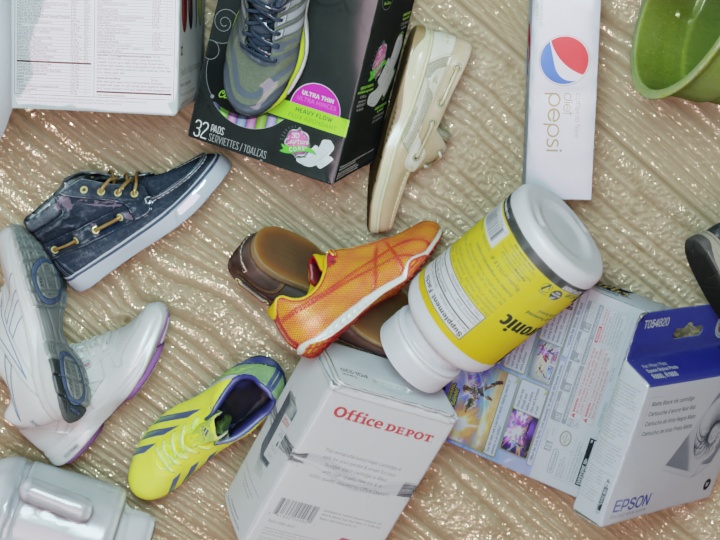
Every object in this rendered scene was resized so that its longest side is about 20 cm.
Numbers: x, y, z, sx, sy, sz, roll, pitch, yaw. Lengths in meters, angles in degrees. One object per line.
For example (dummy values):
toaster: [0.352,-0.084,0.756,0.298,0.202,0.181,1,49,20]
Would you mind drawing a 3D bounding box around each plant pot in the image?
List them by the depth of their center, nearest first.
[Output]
plant pot: [0.370,-0.207,1.589,0.189,0.200,0.201,22,107,-16]

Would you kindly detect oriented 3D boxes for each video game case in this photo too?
video game case: [0.180,0.097,1.721,0.181,0.045,0.201,22,108,17]

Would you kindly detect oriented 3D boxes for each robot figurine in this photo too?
robot figurine: [-0.305,0.251,1.778,0.199,0.113,0.170,17,146,-6]

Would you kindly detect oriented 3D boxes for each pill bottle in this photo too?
pill bottle: [0.114,0.022,1.650,0.111,0.111,0.200,44,116,-11]

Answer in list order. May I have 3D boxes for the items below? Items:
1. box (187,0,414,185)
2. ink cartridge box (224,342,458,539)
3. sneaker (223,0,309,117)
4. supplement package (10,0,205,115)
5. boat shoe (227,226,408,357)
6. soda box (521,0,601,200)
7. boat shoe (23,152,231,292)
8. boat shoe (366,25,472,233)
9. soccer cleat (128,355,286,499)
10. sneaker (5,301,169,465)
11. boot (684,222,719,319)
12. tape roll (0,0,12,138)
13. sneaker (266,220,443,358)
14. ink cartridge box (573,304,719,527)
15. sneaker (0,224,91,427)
box: [-0.048,-0.200,1.613,0.148,0.124,0.201,19,107,13]
ink cartridge box: [-0.021,0.179,1.734,0.145,0.085,0.201,18,115,-28]
sneaker: [-0.077,-0.223,1.507,0.074,0.081,0.201,21,108,14]
supplement package: [-0.214,-0.246,1.576,0.146,0.191,0.201,2,101,1]
boat shoe: [-0.033,0.025,1.730,0.200,0.071,0.070,33,142,-16]
soda box: [0.183,-0.168,1.656,0.063,0.068,0.201,1,107,2]
boat shoe: [-0.221,-0.068,1.702,0.200,0.071,0.091,-35,107,14]
boat shoe: [0.052,-0.124,1.676,0.065,0.072,0.201,13,108,-8]
soccer cleat: [-0.155,0.157,1.763,0.200,0.084,0.065,-40,101,13]
sneaker: [-0.265,0.098,1.754,0.100,0.075,0.200,39,105,-10]
boot: [0.402,0.015,1.681,0.150,0.073,0.201,-35,104,-12]
tape roll: [-0.372,-0.198,1.603,0.070,0.202,0.204,-4,111,-34]
sneaker: [0.000,0.000,1.673,0.077,0.200,0.073,51,146,6]
ink cartridge box: [0.295,0.131,1.691,0.041,0.199,0.201,29,112,37]
sneaker: [-0.321,0.054,1.718,0.087,0.074,0.201,-18,75,21]
